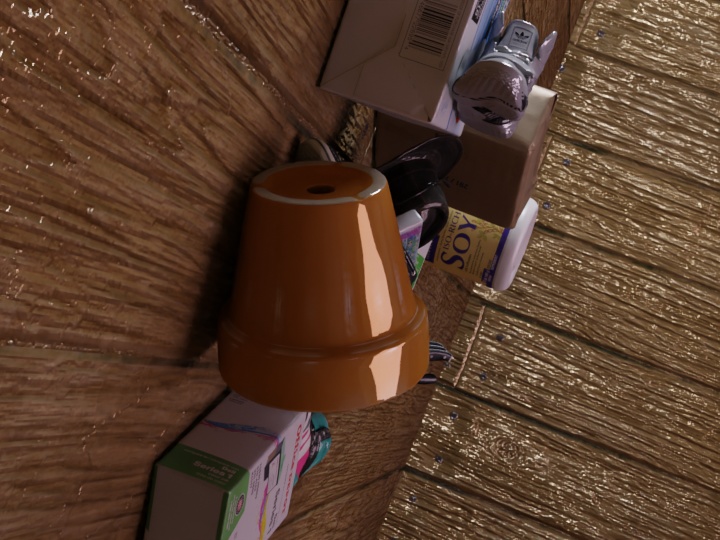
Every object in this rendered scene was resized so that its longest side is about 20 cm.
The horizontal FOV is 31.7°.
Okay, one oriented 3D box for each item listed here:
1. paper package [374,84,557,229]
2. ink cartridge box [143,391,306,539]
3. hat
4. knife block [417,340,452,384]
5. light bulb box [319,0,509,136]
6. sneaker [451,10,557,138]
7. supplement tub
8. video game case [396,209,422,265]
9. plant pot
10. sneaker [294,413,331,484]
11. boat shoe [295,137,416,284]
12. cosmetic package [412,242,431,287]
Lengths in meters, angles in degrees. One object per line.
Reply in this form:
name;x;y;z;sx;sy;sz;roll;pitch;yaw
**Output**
paper package;0.128;-0.167;1.581;0.191;0.200;0.103;93;21;-60
ink cartridge box;-0.136;0.225;1.288;0.200;0.084;0.145;-43;147;-63
hat;0.050;-0.067;1.436;0.201;0.081;0.201;-29;167;-7
knife block;0.020;0.116;1.654;0.200;0.175;0.064;-43;151;-67
light bulb box;0.066;-0.253;1.311;0.200;0.125;0.198;-12;123;-76
sneaker;0.145;-0.206;1.264;0.200;0.075;0.115;58;54;-83
supplement tub;0.146;-0.068;1.864;0.145;0.200;0.145;20;90;-80
video game case;-0.026;0.032;1.393;0.200;0.024;0.182;-25;149;-22
plant pot;-0.037;0.003;1.171;0.200;0.200;0.183;-50;143;-60
sneaker;-0.077;0.174;1.452;0.121;0.084;0.200;-40;153;-58
boat shoe;-0.003;-0.051;1.284;0.062;0.075;0.200;-40;112;-29
cosmetic package;0.061;-0.078;1.737;0.108;0.085;0.200;23;89;-77
